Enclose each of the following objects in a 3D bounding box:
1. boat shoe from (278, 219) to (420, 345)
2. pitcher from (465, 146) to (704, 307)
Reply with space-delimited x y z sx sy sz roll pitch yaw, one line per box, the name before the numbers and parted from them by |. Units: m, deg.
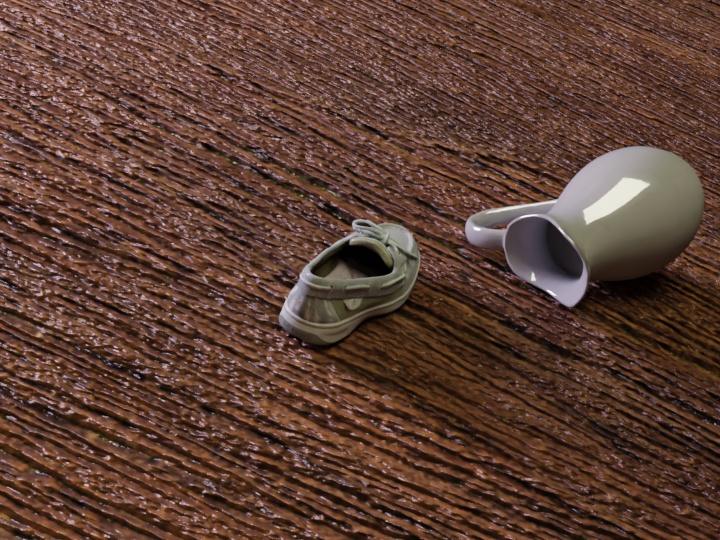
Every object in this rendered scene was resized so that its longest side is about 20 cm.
boat shoe | -0.002 0.000 1.746 0.074 0.065 0.202 29 31 19
pitcher | 0.215 -0.050 1.913 0.200 0.122 0.171 -26 35 -37
